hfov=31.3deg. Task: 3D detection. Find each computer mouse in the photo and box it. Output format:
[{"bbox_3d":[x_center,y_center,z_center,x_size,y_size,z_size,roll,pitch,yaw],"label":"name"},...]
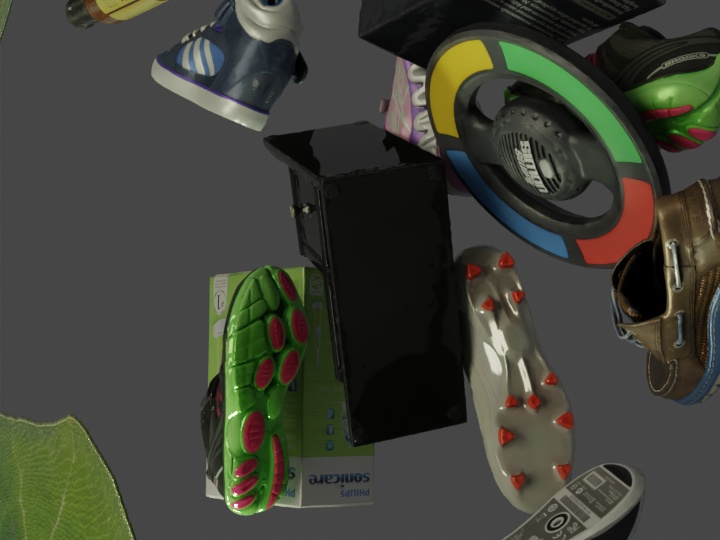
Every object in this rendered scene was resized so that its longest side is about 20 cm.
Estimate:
[{"bbox_3d":[0.117,0.206,0.863,0.200,0.044,0.110,-36,15,-3],"label":"computer mouse"}]

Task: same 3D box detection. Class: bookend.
[{"bbox_3d":[0.000,0.000,0.996,0.200,0.092,0.200,-136,38,-68],"label":"bookend"}]

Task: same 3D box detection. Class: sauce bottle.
[{"bbox_3d":[-0.274,-0.317,1.459,0.200,0.066,0.066,-5,81,49],"label":"sauce bottle"}]

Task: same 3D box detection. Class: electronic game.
[{"bbox_3d":[0.123,-0.081,0.873,0.200,0.042,0.200,36,153,22],"label":"electronic game"}]

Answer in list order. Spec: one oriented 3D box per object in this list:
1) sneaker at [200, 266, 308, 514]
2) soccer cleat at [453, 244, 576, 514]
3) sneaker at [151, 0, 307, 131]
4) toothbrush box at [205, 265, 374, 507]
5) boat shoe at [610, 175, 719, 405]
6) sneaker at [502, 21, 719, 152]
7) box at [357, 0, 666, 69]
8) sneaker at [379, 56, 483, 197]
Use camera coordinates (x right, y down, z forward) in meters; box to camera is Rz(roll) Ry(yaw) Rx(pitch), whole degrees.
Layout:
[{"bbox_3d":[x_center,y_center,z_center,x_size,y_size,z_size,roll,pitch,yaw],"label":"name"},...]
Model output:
[{"bbox_3d":[-0.096,0.093,1.030,0.084,0.077,0.201,19,103,48],"label":"sneaker"},{"bbox_3d":[0.108,0.079,0.946,0.078,0.069,0.201,124,135,-72],"label":"soccer cleat"},{"bbox_3d":[-0.124,-0.230,1.261,0.200,0.080,0.147,34,103,51],"label":"sneaker"},{"bbox_3d":[-0.062,0.102,1.128,0.145,0.086,0.201,-7,79,50],"label":"toothbrush box"},{"bbox_3d":[0.189,0.013,0.777,0.200,0.072,0.072,90,178,-50],"label":"boat shoe"},{"bbox_3d":[0.179,-0.123,0.883,0.200,0.077,0.084,5,61,54],"label":"sneaker"},{"bbox_3d":[0.108,-0.264,0.917,0.200,0.117,0.198,-15,63,49],"label":"box"},{"bbox_3d":[0.051,-0.146,1.030,0.088,0.080,0.201,-25,67,55],"label":"sneaker"}]
